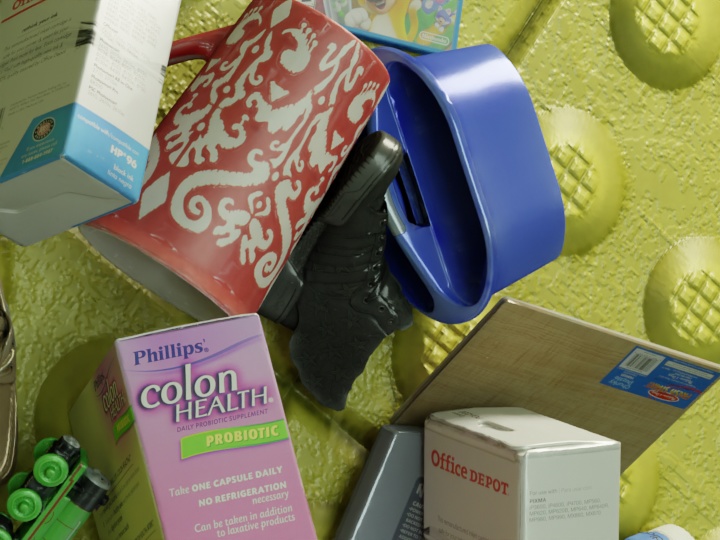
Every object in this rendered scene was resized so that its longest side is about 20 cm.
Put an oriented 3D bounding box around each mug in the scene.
[{"bbox_3d":[-0.093,-0.086,1.582,0.177,0.133,0.200,38,78,-20],"label":"mug"}]

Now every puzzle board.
[{"bbox_3d":[0.142,0.088,1.734,0.200,0.151,0.017,17,42,-29],"label":"puzzle board"}]

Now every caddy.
[{"bbox_3d":[0.054,-0.064,1.669,0.105,0.141,0.200,-21,96,-31],"label":"caddy"}]

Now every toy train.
[{"bbox_3d":[-0.230,0.192,1.525,0.056,0.042,0.200,36,99,-15],"label":"toy train"}]

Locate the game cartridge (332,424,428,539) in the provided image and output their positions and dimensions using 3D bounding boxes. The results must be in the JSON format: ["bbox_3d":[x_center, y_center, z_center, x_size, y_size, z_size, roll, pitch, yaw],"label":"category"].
[{"bbox_3d":[0.078,0.192,1.736,0.200,0.041,0.133,26,88,-27],"label":"game cartridge"}]

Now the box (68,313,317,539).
[{"bbox_3d":[-0.104,0.152,1.524,0.097,0.176,0.200,-11,75,-19],"label":"box"}]

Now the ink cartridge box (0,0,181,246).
[{"bbox_3d":[-0.183,-0.128,1.528,0.068,0.116,0.200,33,54,-37],"label":"ink cartridge box"}]

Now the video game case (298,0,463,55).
[{"bbox_3d":[0.019,-0.264,1.722,0.143,0.018,0.200,11,84,-28],"label":"video game case"}]

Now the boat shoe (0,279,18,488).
[{"bbox_3d":[-0.256,0.048,1.538,0.071,0.065,0.200,-16,97,-29],"label":"boat shoe"}]

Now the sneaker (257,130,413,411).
[{"bbox_3d":[0.000,0.002,1.638,0.104,0.060,0.200,32,119,-12],"label":"sneaker"}]

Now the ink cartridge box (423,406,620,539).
[{"bbox_3d":[0.108,0.203,1.651,0.085,0.146,0.200,-5,99,-25],"label":"ink cartridge box"}]

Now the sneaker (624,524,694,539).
[{"bbox_3d":[0.216,0.300,1.796,0.111,0.077,0.200,-12,92,-35],"label":"sneaker"}]
